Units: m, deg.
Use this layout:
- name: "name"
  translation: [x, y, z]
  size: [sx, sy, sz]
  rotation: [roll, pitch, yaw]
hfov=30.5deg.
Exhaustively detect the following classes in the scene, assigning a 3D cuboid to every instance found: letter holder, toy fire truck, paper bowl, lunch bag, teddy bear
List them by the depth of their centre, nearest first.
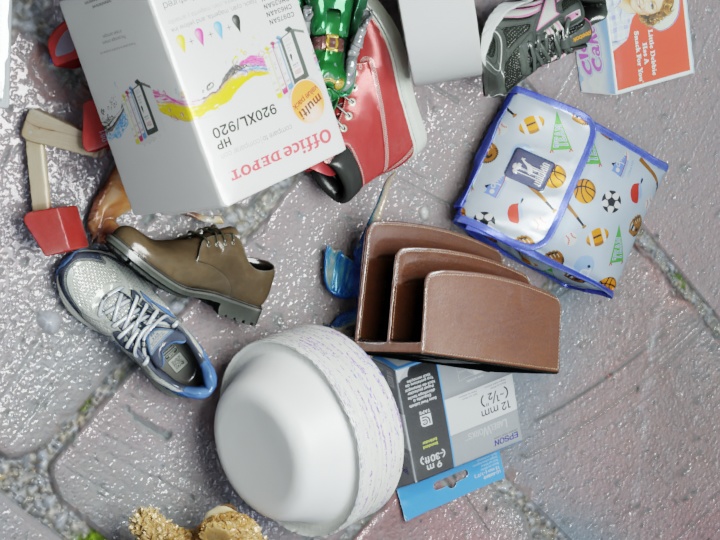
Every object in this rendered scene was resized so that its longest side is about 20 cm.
- name: "toy fire truck"
  translation: [-0.259, -0.127, 1.218]
  size: [0.141, 0.049, 0.200]
  rotation: [-19, 91, 12]
- name: "paper bowl"
  translation: [-0.064, 0.161, 1.286]
  size: [0.104, 0.200, 0.201]
  rotation: [-20, 109, -43]
- name: "teddy bear"
  translation: [-0.178, 0.286, 1.312]
  size: [0.145, 0.067, 0.200]
  rotation: [32, 123, -13]
- name: "letter holder"
  translation: [0.104, 0.024, 1.338]
  size: [0.200, 0.100, 0.142]
  rotation: [11, 81, -41]
- name: "lunch bag"
  translation: [0.212, -0.085, 1.443]
  size: [0.200, 0.124, 0.170]
  rotation: [27, 84, -23]

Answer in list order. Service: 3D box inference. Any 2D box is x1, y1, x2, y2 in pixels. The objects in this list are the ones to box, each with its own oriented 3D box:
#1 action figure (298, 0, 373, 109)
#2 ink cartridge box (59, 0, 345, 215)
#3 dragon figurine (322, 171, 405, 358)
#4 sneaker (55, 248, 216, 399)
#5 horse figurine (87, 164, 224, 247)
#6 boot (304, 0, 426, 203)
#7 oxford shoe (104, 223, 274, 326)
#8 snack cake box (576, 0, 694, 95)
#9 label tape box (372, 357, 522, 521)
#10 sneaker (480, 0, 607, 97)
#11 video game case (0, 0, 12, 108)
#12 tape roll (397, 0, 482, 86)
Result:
- name: "action figure"
  translation: [-0.030, -0.240, 1.263]
  size: [0.118, 0.055, 0.200]
  rotation: [1, 96, -23]
- name: "ink cartridge box"
  translation: [-0.134, -0.165, 1.136]
  size: [0.147, 0.145, 0.200]
  rotation: [-28, 107, -36]
- name: "dragon figurine"
  translation: [0.000, 0.000, 1.379]
  size: [0.059, 0.099, 0.200]
  rotation: [-6, 94, -40]
- name: "sneaker"
  translation: [-0.207, 0.053, 1.276]
  size: [0.200, 0.085, 0.077]
  rotation: [45, 79, -26]
- name: "horse figurine"
  translation: [-0.190, -0.118, 1.265]
  size: [0.132, 0.050, 0.200]
  rotation: [3, 107, -11]
- name: "boot"
  translation: [-0.020, -0.175, 1.319]
  size: [0.144, 0.072, 0.200]
  rotation: [-36, 117, -33]
- name: "oxford shoe"
  translation: [-0.162, -0.015, 1.280]
  size: [0.200, 0.073, 0.085]
  rotation: [23, 97, -48]
- name: "snack cake box"
  translation: [0.298, -0.306, 1.475]
  size: [0.115, 0.067, 0.200]
  rotation: [-18, 108, -25]
- name: "label tape box"
  translation: [0.103, 0.172, 1.469]
  size: [0.143, 0.066, 0.200]
  rotation: [-18, 106, -24]
- name: "sneaker"
  translation: [0.194, -0.249, 1.376]
  size: [0.200, 0.086, 0.080]
  rotation: [-52, 143, -34]
- name: "video game case"
  translation: [-0.397, -0.245, 1.155]
  size: [0.182, 0.024, 0.200]
  rotation: [-1, 100, -27]
- name: "tape roll"
  translation: [0.068, -0.284, 1.283]
  size: [0.071, 0.202, 0.203]
  rotation: [-10, 106, 5]
